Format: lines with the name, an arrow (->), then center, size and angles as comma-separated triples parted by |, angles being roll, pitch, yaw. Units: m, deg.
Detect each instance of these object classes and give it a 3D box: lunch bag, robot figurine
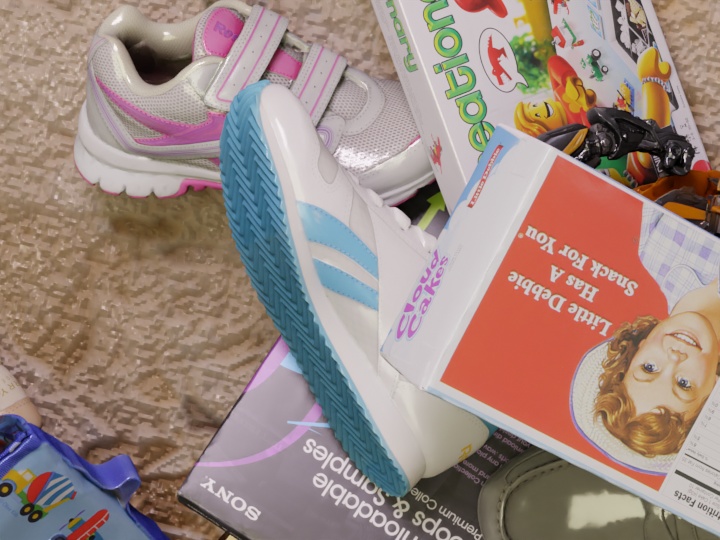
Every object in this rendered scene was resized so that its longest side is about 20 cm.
lunch bag -> -0.193, 0.151, 1.264 | 0.200, 0.094, 0.151 | -34, 135, 7
robot figurine -> 0.146, 0.002, 1.163 | 0.199, 0.058, 0.146 | 3, 102, -27

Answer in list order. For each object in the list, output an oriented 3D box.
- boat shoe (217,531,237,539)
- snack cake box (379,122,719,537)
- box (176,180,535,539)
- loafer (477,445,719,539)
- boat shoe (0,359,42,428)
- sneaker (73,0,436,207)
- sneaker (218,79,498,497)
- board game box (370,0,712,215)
boat shoe -> -0.051, 0.161, 1.271 | 0.070, 0.070, 0.200 | 37, 103, 1
snack cake box -> 0.123, 0.035, 1.088 | 0.200, 0.067, 0.115 | 28, 93, -20
box -> 0.023, 0.066, 1.220 | 0.143, 0.036, 0.200 | 32, 80, 5
loafer -> 0.155, 0.103, 1.184 | 0.199, 0.070, 0.070 | -10, 99, -12
boat shoe -> -0.253, 0.119, 1.309 | 0.200, 0.071, 0.065 | -39, 88, 14
sneaker -> -0.048, -0.081, 1.212 | 0.199, 0.082, 0.088 | 4, 133, 11
sneaker -> 0.000, 0.000, 1.171 | 0.081, 0.076, 0.201 | -29, 99, -20
board game box -> 0.077, -0.109, 1.188 | 0.126, 0.035, 0.201 | -22, 94, -22
